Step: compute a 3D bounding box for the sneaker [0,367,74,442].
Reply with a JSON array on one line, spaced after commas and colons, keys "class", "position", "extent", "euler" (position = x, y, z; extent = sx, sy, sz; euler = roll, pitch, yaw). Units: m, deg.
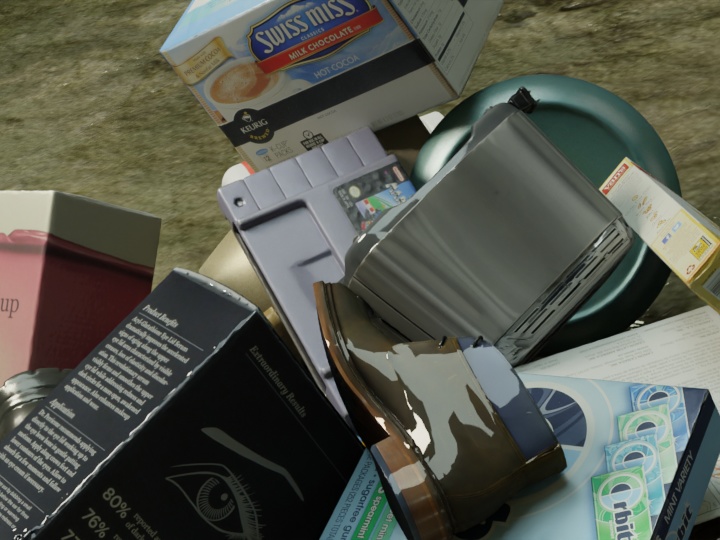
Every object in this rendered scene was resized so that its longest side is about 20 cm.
[{"class": "sneaker", "position": [-0.142, 0.108, 1.285], "extent": [0.198, 0.076, 0.091], "euler": [-11, 39, -10]}]

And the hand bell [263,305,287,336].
[{"class": "hand bell", "position": [-0.049, 0.025, 1.396], "extent": [0.200, 0.104, 0.104], "euler": [-41, 22, -1]}]

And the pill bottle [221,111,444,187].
[{"class": "pill bottle", "position": [-0.012, -0.067, 1.681], "extent": [0.199, 0.113, 0.112], "euler": [-21, 21, -12]}]

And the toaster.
[{"class": "toaster", "position": [0.087, -0.012, 1.272], "extent": [0.200, 0.129, 0.114], "euler": [-44, -8, -23]}]

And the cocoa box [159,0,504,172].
[{"class": "cocoa box", "position": [-0.020, -0.182, 1.432], "extent": [0.199, 0.131, 0.134], "euler": [-19, 32, 37]}]

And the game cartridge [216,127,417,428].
[{"class": "game cartridge", "position": [0.000, 0.000, 1.344], "extent": [0.129, 0.038, 0.201], "euler": [-25, 63, -12]}]

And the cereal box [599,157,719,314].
[{"class": "cereal box", "position": [0.241, 0.004, 1.270], "extent": [0.040, 0.144, 0.200], "euler": [-51, 20, 9]}]

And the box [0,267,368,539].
[{"class": "box", "position": [-0.112, 0.125, 1.142], "extent": [0.200, 0.148, 0.104], "euler": [-45, 34, -15]}]

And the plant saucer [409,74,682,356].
[{"class": "plant saucer", "position": [0.129, -0.039, 1.383], "extent": [0.199, 0.202, 0.027], "euler": [-15, -2, 5]}]

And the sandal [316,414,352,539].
[{"class": "sandal", "position": [-0.021, 0.163, 1.198], "extent": [0.075, 0.045, 0.201], "euler": [-24, 39, 5]}]

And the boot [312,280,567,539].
[{"class": "boot", "position": [0.040, 0.067, 1.113], "extent": [0.096, 0.075, 0.201], "euler": [-22, 48, -5]}]

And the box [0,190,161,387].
[{"class": "box", "position": [-0.235, 0.048, 1.413], "extent": [0.127, 0.202, 0.109], "euler": [1, -8, 42]}]

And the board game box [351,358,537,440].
[{"class": "board game box", "position": [0.060, 0.099, 1.313], "extent": [0.135, 0.035, 0.199], "euler": [-30, 25, -29]}]

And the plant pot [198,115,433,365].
[{"class": "plant pot", "position": [-0.017, -0.014, 1.492], "extent": [0.199, 0.188, 0.187], "euler": [-31, 22, -3]}]

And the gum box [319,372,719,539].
[{"class": "gum box", "position": [0.084, 0.136, 1.093], "extent": [0.199, 0.045, 0.171], "euler": [2, 48, 34]}]

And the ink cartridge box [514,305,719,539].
[{"class": "ink cartridge box", "position": [0.186, 0.114, 1.163], "extent": [0.161, 0.050, 0.200], "euler": [-17, 42, -13]}]
